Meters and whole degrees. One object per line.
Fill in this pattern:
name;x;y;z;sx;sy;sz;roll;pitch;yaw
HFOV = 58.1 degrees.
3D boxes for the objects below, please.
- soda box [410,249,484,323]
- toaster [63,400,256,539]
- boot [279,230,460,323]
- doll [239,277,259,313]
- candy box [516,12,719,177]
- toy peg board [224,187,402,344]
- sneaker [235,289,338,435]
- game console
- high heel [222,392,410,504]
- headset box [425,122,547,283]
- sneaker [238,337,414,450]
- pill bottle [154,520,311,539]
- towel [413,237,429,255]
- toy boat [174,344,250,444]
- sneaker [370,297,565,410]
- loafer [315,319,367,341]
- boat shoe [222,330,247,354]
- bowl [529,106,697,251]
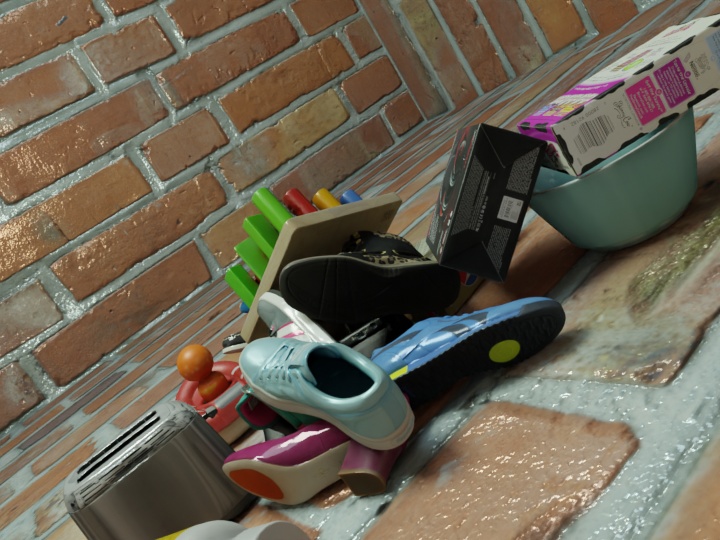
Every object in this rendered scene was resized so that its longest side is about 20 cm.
soda box;0.134;-0.013;0.882;0.067;0.064;0.200;-18;19;50
toaster;-0.216;0.232;0.678;0.199;0.130;0.113;-38;12;-19
boot;0.000;0.000;0.751;0.198;0.074;0.151;-4;17;-12
doll;-0.155;0.019;1.111;0.136;0.048;0.200;-45;12;12
candy box;0.275;-0.179;0.669;0.199;0.061;0.136;-32;12;7
toy peg board;-0.074;-0.031;0.859;0.198;0.098;0.201;-21;-32;-45
sneaker;-0.088;0.108;0.698;0.120;0.084;0.200;-38;43;-15
game console;-0.010;0.145;0.751;0.199;0.117;0.176;-31;-18;5
high heel;-0.042;0.167;0.624;0.198;0.068;0.096;-8;34;30
headset box;0.133;-0.083;0.741;0.200;0.074;0.150;-83;8;-79
sneaker;-0.041;0.086;0.581;0.198;0.082;0.074;13;50;35
pill bottle;-0.122;0.240;0.448;0.199;0.112;0.111;-28;13;25
towel;0.046;0.027;1.053;0.192;0.035;0.200;-31;14;24
toy boat;-0.215;0.164;0.933;0.130;0.131;0.199;-38;13;-24
sneaker;0.094;0.063;0.623;0.199;0.066;0.079;-28;38;16
loafer;-0.056;0.101;0.860;0.071;0.073;0.200;-30;-11;-39
boat shoe;-0.128;0.074;0.993;0.199;0.061;0.074;-19;-1;-34
bowl;0.283;-0.095;0.717;0.200;0.106;0.201;-31;13;8
